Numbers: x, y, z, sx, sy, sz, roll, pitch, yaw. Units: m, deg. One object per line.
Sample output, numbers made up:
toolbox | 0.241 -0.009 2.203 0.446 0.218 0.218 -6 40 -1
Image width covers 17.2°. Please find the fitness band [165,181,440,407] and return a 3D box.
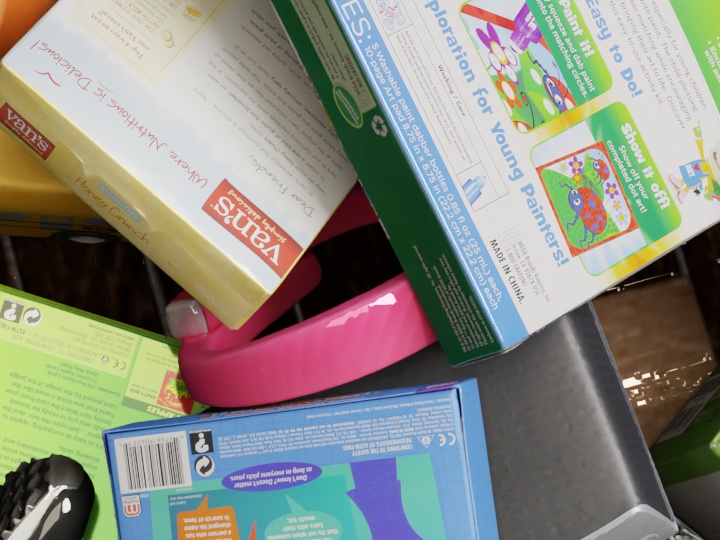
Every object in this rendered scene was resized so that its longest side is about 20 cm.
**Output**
fitness band | 0.000 0.000 1.033 0.143 0.200 0.038 -11 109 33

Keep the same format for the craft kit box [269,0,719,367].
craft kit box | 0.072 -0.092 0.979 0.197 0.048 0.201 -28 93 -31

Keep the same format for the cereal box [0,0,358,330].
cereal box | -0.052 -0.088 1.011 0.144 0.040 0.200 41 50 -5

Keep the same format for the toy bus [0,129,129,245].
toy bus | -0.158 -0.051 1.070 0.199 0.078 0.066 4 81 -8

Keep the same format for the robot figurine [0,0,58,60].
robot figurine | -0.186 -0.162 1.041 0.143 0.200 0.117 -21 124 8

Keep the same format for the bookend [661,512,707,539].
bookend | 0.071 0.179 1.053 0.198 0.092 0.200 38 91 13

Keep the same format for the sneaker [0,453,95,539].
sneaker | -0.150 0.172 1.026 0.090 0.070 0.201 28 106 -15

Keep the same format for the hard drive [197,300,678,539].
hard drive | 0.019 0.089 1.005 0.199 0.042 0.136 -22 79 9

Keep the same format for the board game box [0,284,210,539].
board game box | -0.142 0.067 1.071 0.199 0.048 0.102 18 81 -2

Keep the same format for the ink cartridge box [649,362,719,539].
ink cartridge box | 0.230 0.122 1.048 0.200 0.148 0.076 41 79 1

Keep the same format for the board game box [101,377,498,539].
board game box | -0.015 0.153 0.960 0.151 0.045 0.201 -7 90 13
